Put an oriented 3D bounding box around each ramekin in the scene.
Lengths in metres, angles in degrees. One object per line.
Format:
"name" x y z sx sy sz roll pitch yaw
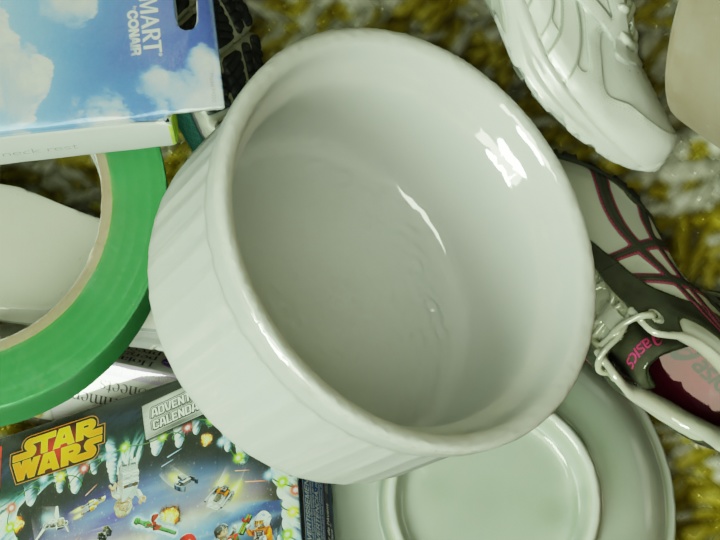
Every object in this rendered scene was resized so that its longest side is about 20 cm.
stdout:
"ramekin" 0.000 0.000 1.139 0.201 0.200 0.098 51 141 -5

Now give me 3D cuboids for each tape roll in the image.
"tape roll" -0.189 -0.027 1.173 0.199 0.048 0.202 0 78 -2

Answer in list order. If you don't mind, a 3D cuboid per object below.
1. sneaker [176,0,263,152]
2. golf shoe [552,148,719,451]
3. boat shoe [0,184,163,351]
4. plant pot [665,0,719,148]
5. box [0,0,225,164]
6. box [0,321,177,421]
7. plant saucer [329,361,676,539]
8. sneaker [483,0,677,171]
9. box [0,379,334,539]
"sneaker" -0.116 -0.135 1.230 0.080 0.077 0.200 -34 88 29
"golf shoe" 0.124 0.012 1.210 0.200 0.088 0.077 38 107 0
"boat shoe" -0.139 0.006 1.242 0.199 0.069 0.072 3 59 -14
"plant pot" 0.238 -0.098 1.130 0.173 0.200 0.201 19 105 21
"box" -0.165 -0.112 1.144 0.199 0.048 0.123 -6 77 -2
"box" -0.178 0.048 1.287 0.199 0.039 0.042 12 106 6
"plant saucer" 0.061 0.115 1.216 0.199 0.050 0.201 2 78 -8
"sneaker" 0.102 -0.141 1.186 0.099 0.078 0.200 -34 97 10
"box" -0.108 0.128 1.211 0.199 0.137 0.040 -19 143 20
